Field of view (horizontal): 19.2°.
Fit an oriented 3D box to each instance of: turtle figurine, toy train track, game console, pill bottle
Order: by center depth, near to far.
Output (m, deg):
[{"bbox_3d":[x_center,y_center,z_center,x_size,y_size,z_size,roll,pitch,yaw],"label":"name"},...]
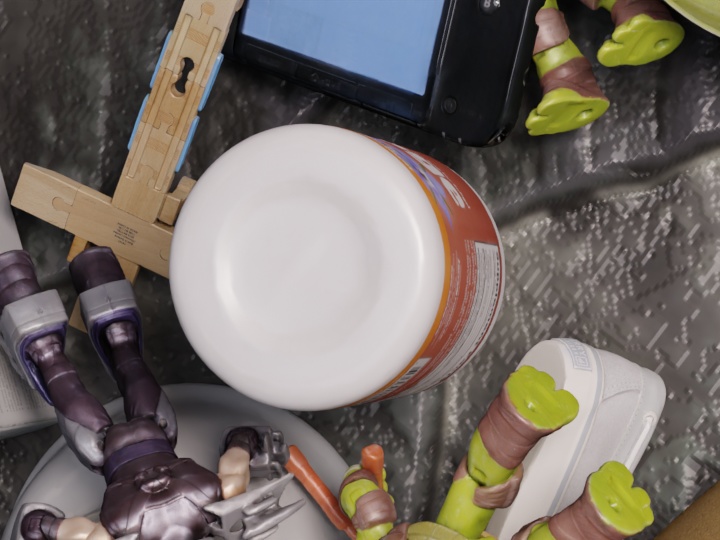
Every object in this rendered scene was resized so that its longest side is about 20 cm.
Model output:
[{"bbox_3d":[0.035,0.117,0.882,0.161,0.064,0.201,-51,53,29],"label":"turtle figurine"},{"bbox_3d":[0.000,0.000,0.909,0.111,0.200,0.113,0,89,14],"label":"pill bottle"},{"bbox_3d":[-0.023,-0.160,0.919,0.199,0.116,0.177,23,107,36],"label":"game console"},{"bbox_3d":[0.071,-0.144,0.962,0.200,0.064,0.162,-35,66,24],"label":"turtle figurine"},{"bbox_3d":[-0.093,-0.058,1.003,0.114,0.033,0.201,25,116,3],"label":"toy train track"}]

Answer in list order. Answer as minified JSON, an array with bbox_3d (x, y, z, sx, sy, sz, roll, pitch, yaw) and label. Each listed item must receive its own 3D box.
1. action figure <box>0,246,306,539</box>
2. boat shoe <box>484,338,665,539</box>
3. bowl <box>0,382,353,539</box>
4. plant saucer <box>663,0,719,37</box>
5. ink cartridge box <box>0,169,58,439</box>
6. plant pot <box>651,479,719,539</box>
[{"bbox_3d":[-0.100,0.076,0.931,0.129,0.070,0.201,-12,51,-22],"label":"action figure"},{"bbox_3d":[0.078,0.124,0.957,0.068,0.072,0.201,14,106,-20],"label":"boat shoe"},{"bbox_3d":[-0.092,0.154,0.989,0.200,0.090,0.203,0,90,15],"label":"bowl"},{"bbox_3d":[0.169,-0.189,0.910,0.199,0.031,0.202,3,82,-23],"label":"plant saucer"},{"bbox_3d":[-0.209,-0.017,0.978,0.043,0.173,0.201,-17,85,15],"label":"ink cartridge box"},{"bbox_3d":[0.174,0.169,0.886,0.199,0.186,0.187,-33,81,25],"label":"plant pot"}]
